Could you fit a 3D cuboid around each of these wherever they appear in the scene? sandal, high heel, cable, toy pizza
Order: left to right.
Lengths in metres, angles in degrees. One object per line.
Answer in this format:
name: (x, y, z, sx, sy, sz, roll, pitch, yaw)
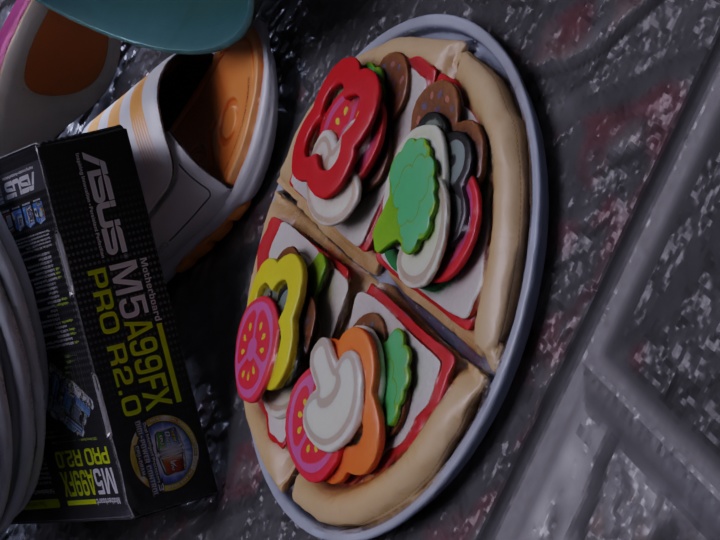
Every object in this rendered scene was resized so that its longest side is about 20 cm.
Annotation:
cable: (-0.206, 0.030, 0.932, 0.200, 0.069, 0.200, -36, 72, 56)
high heel: (-0.180, -0.091, 1.097, 0.096, 0.067, 0.200, 45, 130, 45)
sandal: (-0.104, -0.031, 0.946, 0.207, 0.059, 0.079, -50, 39, 37)
toy pizza: (0.000, 0.000, 0.785, 0.200, 0.032, 0.201, -32, 51, 51)

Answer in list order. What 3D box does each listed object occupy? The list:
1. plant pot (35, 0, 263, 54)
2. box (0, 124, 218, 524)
plant pot: (-0.090, -0.215, 0.877, 0.200, 0.200, 0.161, -5, 49, 59)
box: (-0.145, 0.031, 0.946, 0.200, 0.044, 0.161, -14, 91, 58)
